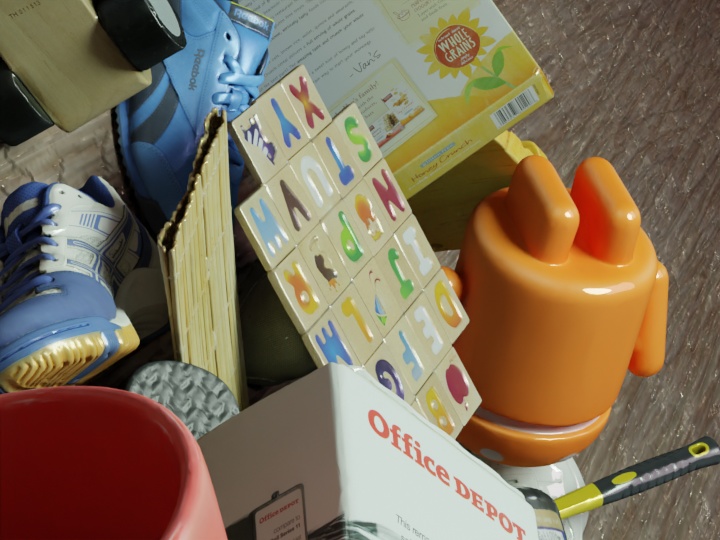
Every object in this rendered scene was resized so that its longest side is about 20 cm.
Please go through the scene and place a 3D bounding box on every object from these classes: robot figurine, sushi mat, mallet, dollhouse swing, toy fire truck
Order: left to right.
[{"bbox_3d":[-0.155,-0.188,1.065,0.176,0.128,0.200,53,13,-34],"label":"toy fire truck"},{"bbox_3d":[-0.069,0.033,1.030,0.096,0.012,0.201,-71,164,-47],"label":"sushi mat"},{"bbox_3d":[0.028,-0.132,1.403,0.200,0.181,0.176,41,51,-50],"label":"dollhouse swing"},{"bbox_3d":[0.106,0.031,1.331,0.116,0.201,0.144,31,37,23],"label":"robot figurine"},{"bbox_3d":[0.138,0.143,1.349,0.066,0.199,0.041,60,-30,35],"label":"mallet"}]

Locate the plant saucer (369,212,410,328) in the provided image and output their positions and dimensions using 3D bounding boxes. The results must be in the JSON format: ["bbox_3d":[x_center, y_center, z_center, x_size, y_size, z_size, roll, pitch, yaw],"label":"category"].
[{"bbox_3d":[0.005,0.021,1.264,0.200,0.019,0.070,107,-36,-79],"label":"plant saucer"}]

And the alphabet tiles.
[{"bbox_3d":[0.000,0.000,1.129,0.200,0.006,0.166,62,26,-10],"label":"alphabet tiles"}]

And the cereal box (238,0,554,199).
[{"bbox_3d":[-0.005,-0.134,1.257,0.200,0.144,0.040,58,6,26],"label":"cereal box"}]

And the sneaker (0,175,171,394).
[{"bbox_3d":[-0.136,0.009,0.971,0.088,0.075,0.200,59,11,-2],"label":"sneaker"}]

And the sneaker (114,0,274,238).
[{"bbox_3d":[-0.082,-0.094,1.193,0.066,0.078,0.201,41,34,-55],"label":"sneaker"}]

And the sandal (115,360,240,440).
[{"bbox_3d":[-0.083,0.135,0.932,0.075,0.048,0.201,19,56,-22],"label":"sandal"}]

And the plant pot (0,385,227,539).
[{"bbox_3d":[-0.109,0.161,0.716,0.201,0.200,0.178,-73,146,-60],"label":"plant pot"}]

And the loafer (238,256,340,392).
[{"bbox_3d":[-0.043,0.020,1.189,0.200,0.069,0.075,-47,115,-86],"label":"loafer"}]

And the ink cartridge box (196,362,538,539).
[{"bbox_3d":[0.009,0.158,0.892,0.147,0.083,0.201,40,33,-38],"label":"ink cartridge box"}]

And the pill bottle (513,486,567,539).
[{"bbox_3d":[0.076,0.224,1.209,0.112,0.112,0.201,28,43,-60],"label":"pill bottle"}]

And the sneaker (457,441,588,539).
[{"bbox_3d":[0.099,0.168,1.379,0.100,0.075,0.201,30,41,-61],"label":"sneaker"}]
